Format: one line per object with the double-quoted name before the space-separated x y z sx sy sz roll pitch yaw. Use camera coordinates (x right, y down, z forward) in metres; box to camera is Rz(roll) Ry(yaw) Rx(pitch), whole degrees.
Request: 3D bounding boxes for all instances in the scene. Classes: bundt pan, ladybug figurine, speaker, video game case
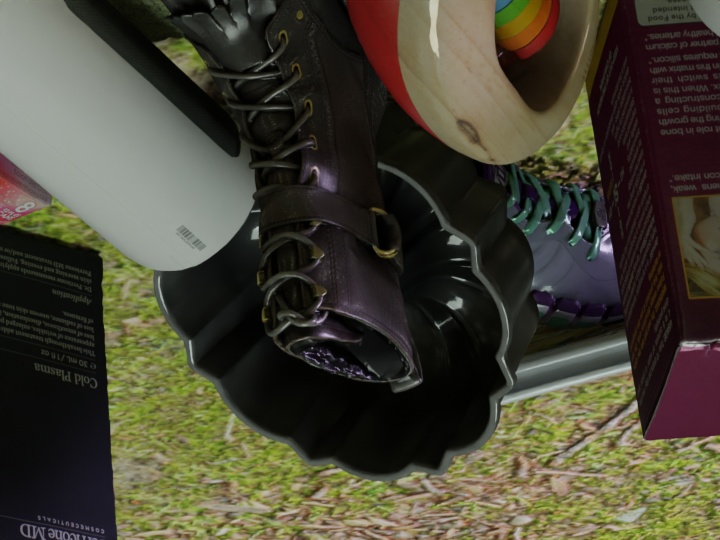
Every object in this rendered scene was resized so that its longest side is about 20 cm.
"bundt pan" 0.000 0.000 1.358 0.202 0.076 0.202 17 128 23
"ladybug figurine" 0.044 -0.121 1.171 0.072 0.136 0.200 13 164 23
"speaker" -0.126 -0.078 1.191 0.081 0.081 0.200 -19 144 23
"video game case" 0.137 0.037 1.507 0.182 0.023 0.200 -16 -179 18

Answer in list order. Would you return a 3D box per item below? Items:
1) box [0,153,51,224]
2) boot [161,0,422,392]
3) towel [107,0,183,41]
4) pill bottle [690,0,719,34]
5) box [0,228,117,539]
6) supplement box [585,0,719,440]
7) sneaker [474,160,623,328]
"box" -0.229 -0.087 1.196 0.100 0.096 0.200 -19 151 24
"boot" -0.029 -0.051 1.144 0.069 0.174 0.200 -19 150 26
"towel" -0.064 -0.157 1.162 0.148 0.037 0.200 -9 153 7
"pill bottle" 0.169 -0.171 1.084 0.114 0.115 0.200 -8 154 3
"box" -0.233 0.071 1.414 0.200 0.182 0.104 17 145 -37
"supplement box" 0.185 -0.035 1.279 0.131 0.200 0.103 -2 152 -7
"sneaker" 0.084 -0.023 1.426 0.200 0.075 0.088 2 147 -16
